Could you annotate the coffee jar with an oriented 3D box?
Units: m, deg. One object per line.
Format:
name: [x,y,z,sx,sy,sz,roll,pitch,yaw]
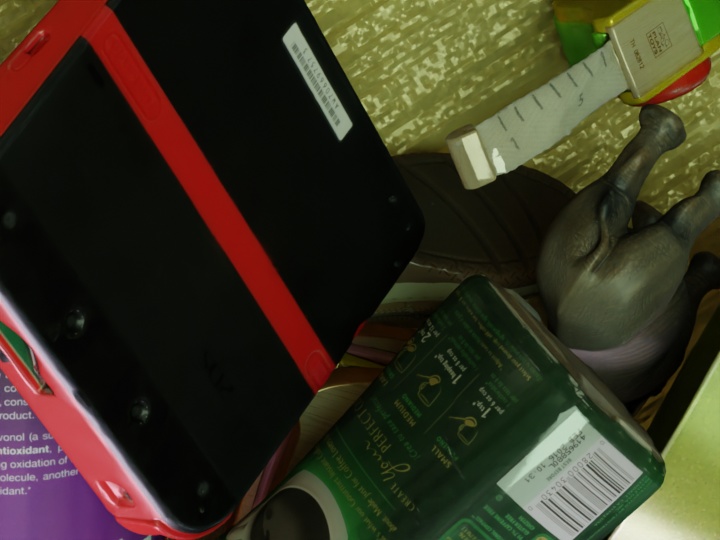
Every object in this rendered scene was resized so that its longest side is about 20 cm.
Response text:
coffee jar: [0.010,0.104,0.923,0.200,0.104,0.085,-44,129,6]

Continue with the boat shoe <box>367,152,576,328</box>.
boat shoe: [0.000,0.000,1.037,0.199,0.072,0.076,-2,140,-21]

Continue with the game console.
game console: [-0.063,-0.018,0.895,0.177,0.031,0.200,-55,136,-26]

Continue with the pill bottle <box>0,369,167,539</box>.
pill bottle: [-0.129,0.039,0.947,0.112,0.113,0.201,-3,113,-12]

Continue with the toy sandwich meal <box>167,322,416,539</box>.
toy sandwich meal: [0.005,0.124,1.017,0.204,0.070,0.206,-2,104,-10]

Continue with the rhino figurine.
rhino figurine: [0.108,0.018,1.019,0.060,0.200,0.088,34,72,20]

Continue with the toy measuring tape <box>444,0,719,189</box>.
toy measuring tape: [0.089,-0.086,1.006,0.200,0.073,0.074,-35,112,-34]

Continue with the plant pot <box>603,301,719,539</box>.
plant pot: [0.218,0.093,0.999,0.199,0.187,0.188,30,97,4]
